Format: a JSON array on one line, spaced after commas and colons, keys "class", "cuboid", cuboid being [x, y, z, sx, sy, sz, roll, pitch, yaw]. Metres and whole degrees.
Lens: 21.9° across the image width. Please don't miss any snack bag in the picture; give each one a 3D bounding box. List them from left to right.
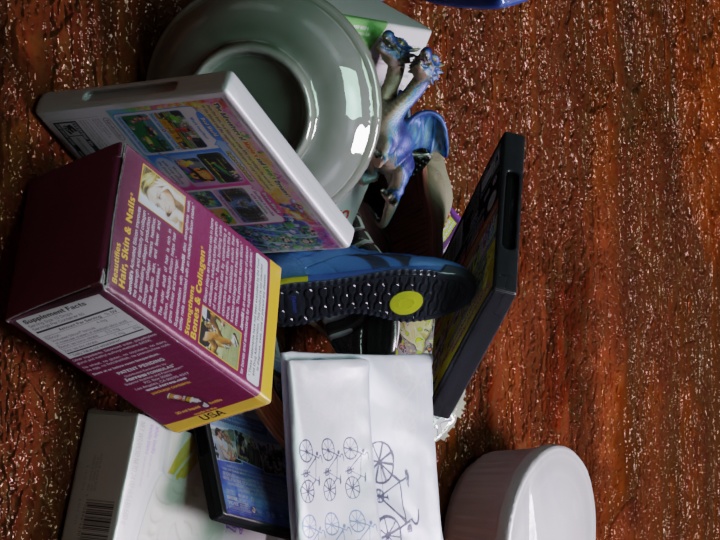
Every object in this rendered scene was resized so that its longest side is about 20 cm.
[{"class": "snack bag", "cuboid": [0.008, 0.164, 1.579, 0.199, 0.021, 0.191, 4, 80, -49]}]

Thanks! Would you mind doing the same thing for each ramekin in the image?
[{"class": "ramekin", "cuboid": [0.166, 0.282, 1.978, 0.202, 0.094, 0.205, -4, 95, -57]}]

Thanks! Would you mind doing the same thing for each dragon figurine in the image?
[{"class": "dragon figurine", "cuboid": [0.037, -0.112, 1.576, 0.099, 0.059, 0.201, -45, 147, -20]}]

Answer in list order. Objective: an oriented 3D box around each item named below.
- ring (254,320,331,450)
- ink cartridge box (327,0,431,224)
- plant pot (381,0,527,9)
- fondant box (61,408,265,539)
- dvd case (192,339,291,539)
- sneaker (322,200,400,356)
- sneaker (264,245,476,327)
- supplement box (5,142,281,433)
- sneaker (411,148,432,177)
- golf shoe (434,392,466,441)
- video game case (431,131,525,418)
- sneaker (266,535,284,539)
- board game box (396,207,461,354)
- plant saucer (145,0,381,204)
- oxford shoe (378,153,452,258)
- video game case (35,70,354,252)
[{"class": "ring", "cuboid": [-0.045, 0.098, 1.620, 0.200, 0.019, 0.201, 37, 33, -29]}, {"class": "ink cartridge box", "cuboid": [-0.042, -0.135, 1.583, 0.146, 0.084, 0.201, 0, 119, -54]}, {"class": "plant pot", "cuboid": [0.092, -0.355, 1.763, 0.200, 0.178, 0.202, -30, 116, -53]}, {"class": "fondant box", "cuboid": [-0.155, 0.207, 1.519, 0.200, 0.058, 0.146, 30, 66, -54]}, {"class": "dvd case", "cuboid": [-0.098, 0.124, 1.561, 0.142, 0.017, 0.202, 25, 45, -54]}, {"class": "sneaker", "cuboid": [0.009, 0.006, 1.709, 0.115, 0.075, 0.202, 26, 46, -63]}, {"class": "sneaker", "cuboid": [0.000, 0.000, 1.609, 0.079, 0.198, 0.066, -99, -171, -46]}, {"class": "supplement box", "cuboid": [-0.160, 0.018, 1.419, 0.200, 0.103, 0.132, 41, 42, -42]}, {"class": "sneaker", "cuboid": [-0.021, -0.152, 1.714, 0.199, 0.080, 0.074, 34, 101, -38]}, {"class": "golf shoe", "cuboid": [0.041, 0.138, 1.804, 0.097, 0.078, 0.201, 44, 55, -41]}, {"class": "video game case", "cuboid": [0.105, 0.006, 1.688, 0.201, 0.025, 0.182, 114, -13, -50]}, {"class": "sneaker", "cuboid": [-0.041, 0.190, 1.681, 0.081, 0.076, 0.201, 54, 49, -50]}, {"class": "board game box", "cuboid": [0.054, 0.018, 1.818, 0.120, 0.032, 0.200, 46, 50, -13]}, {"class": "plant saucer", "cuboid": [-0.084, -0.129, 1.484, 0.050, 0.198, 0.202, -47, 132, -72]}, {"class": "oxford shoe", "cuboid": [0.064, -0.049, 1.790, 0.073, 0.070, 0.202, 14, 67, -44]}, {"class": "video game case", "cuboid": [-0.126, -0.076, 1.439, 0.200, 0.181, 0.024, 52, 46, -44]}]
